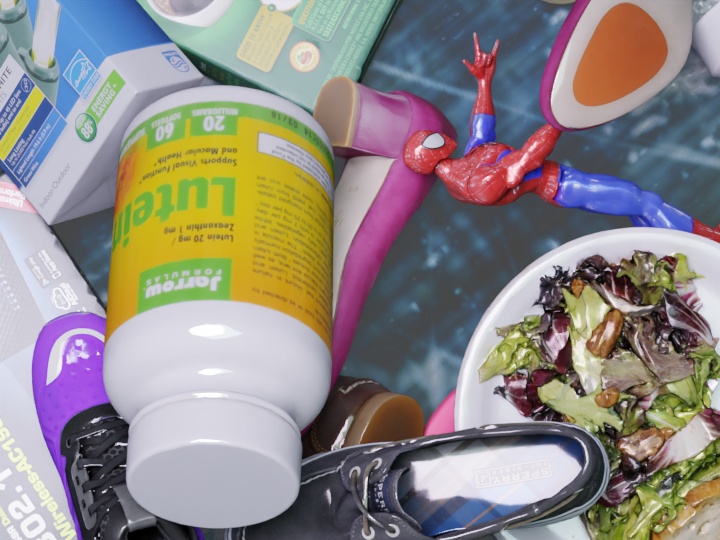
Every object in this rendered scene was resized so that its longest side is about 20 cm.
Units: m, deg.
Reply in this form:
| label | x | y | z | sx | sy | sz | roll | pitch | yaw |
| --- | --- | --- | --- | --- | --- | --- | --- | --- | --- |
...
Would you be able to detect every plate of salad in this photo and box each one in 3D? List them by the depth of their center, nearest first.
| label | x | y | z | sx | sy | sz | roll | pitch | yaw |
| --- | --- | --- | --- | --- | --- | --- | --- | --- | --- |
| plate of salad | 0.148 | 0.077 | 1.247 | 0.199 | 0.048 | 0.201 | 0 | 89 | 1 |

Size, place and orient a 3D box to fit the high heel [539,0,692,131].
| label | x | y | z | sx | sy | sz | roll | pitch | yaw |
| --- | --- | --- | --- | --- | --- | --- | --- | --- | --- |
| high heel | 0.135 | -0.139 | 1.274 | 0.200 | 0.096 | 0.068 | -47 | 113 | -29 |

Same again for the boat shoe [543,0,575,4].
| label | x | y | z | sx | sy | sz | roll | pitch | yaw |
| --- | --- | --- | --- | --- | --- | --- | --- | --- | --- |
| boat shoe | 0.066 | -0.233 | 1.323 | 0.073 | 0.063 | 0.200 | -40 | 85 | -6 |

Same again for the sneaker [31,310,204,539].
| label | x | y | z | sx | sy | sz | roll | pitch | yaw |
| --- | --- | --- | --- | --- | --- | --- | --- | --- | --- |
| sneaker | -0.113 | 0.112 | 1.191 | 0.069 | 0.100 | 0.201 | -18 | 84 | -7 |

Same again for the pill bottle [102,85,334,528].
| label | x | y | z | sx | sy | sz | roll | pitch | yaw |
| --- | --- | --- | --- | --- | --- | --- | --- | --- | --- |
| pill bottle | -0.068 | 0.019 | 1.173 | 0.111 | 0.111 | 0.201 | 1 | 55 | -1 |

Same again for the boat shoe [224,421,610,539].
| label | x | y | z | sx | sy | sz | roll | pitch | yaw |
| --- | --- | --- | --- | --- | --- | --- | --- | --- | --- |
| boat shoe | 0.026 | 0.114 | 1.196 | 0.199 | 0.066 | 0.070 | -9 | 77 | 4 |

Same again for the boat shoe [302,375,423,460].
| label | x | y | z | sx | sy | sz | roll | pitch | yaw |
| --- | --- | --- | --- | --- | --- | --- | --- | --- | --- |
| boat shoe | -0.032 | 0.151 | 1.273 | 0.070 | 0.070 | 0.200 | 15 | 75 | 41 |

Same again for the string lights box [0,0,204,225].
| label | x | y | z | sx | sy | sz | roll | pitch | yaw |
| --- | --- | --- | --- | --- | --- | --- | --- | --- | --- |
| string lights box | -0.184 | -0.133 | 1.266 | 0.200 | 0.059 | 0.103 | 48 | 124 | 15 |

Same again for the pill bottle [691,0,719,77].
| label | x | y | z | sx | sy | sz | roll | pitch | yaw |
| --- | --- | --- | --- | --- | --- | --- | --- | --- | --- |
| pill bottle | 0.271 | -0.075 | 1.280 | 0.113 | 0.113 | 0.200 | -37 | 84 | -5 |

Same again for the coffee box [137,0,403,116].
| label | x | y | z | sx | sy | sz | roll | pitch | yaw |
| --- | --- | --- | --- | --- | --- | --- | --- | --- | --- |
| coffee box | -0.076 | -0.173 | 1.322 | 0.200 | 0.044 | 0.123 | 26 | 82 | 2 |

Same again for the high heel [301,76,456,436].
| label | x | y | z | sx | sy | sz | roll | pitch | yaw |
| --- | --- | --- | --- | --- | --- | --- | --- | --- | --- |
| high heel | 0.000 | 0.000 | 1.287 | 0.096 | 0.067 | 0.201 | 18 | 77 | -44 |

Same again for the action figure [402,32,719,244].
| label | x | y | z | sx | sy | sz | roll | pitch | yaw |
| --- | --- | --- | --- | --- | --- | --- | --- | --- | --- |
| action figure | 0.121 | -0.069 | 1.279 | 0.199 | 0.065 | 0.099 | 9 | 91 | -14 |

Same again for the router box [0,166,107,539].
| label | x | y | z | sx | sy | sz | roll | pitch | yaw |
| --- | --- | --- | --- | --- | --- | --- | --- | --- | --- |
| router box | -0.194 | 0.067 | 1.278 | 0.150 | 0.062 | 0.200 | -34 | 85 | -5 |

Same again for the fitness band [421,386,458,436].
| label | x | y | z | sx | sy | sz | roll | pitch | yaw |
| --- | --- | --- | --- | --- | --- | --- | --- | --- | --- |
| fitness band | 0.126 | 0.111 | 1.294 | 0.199 | 0.037 | 0.144 | -14 | 80 | -4 |
